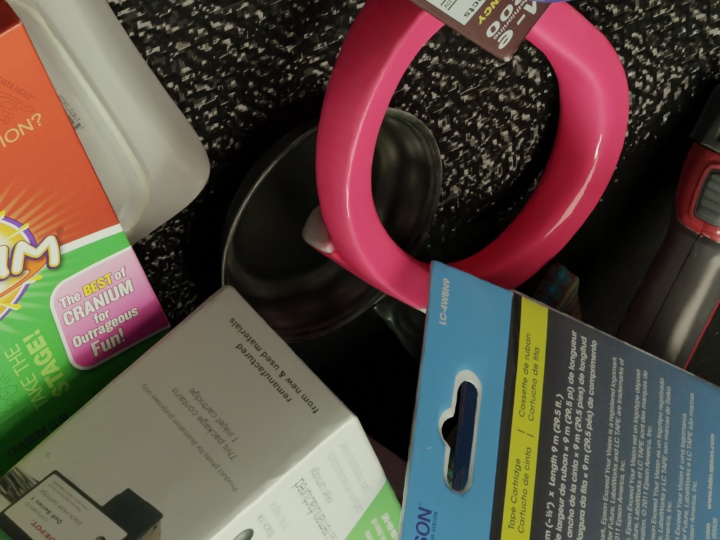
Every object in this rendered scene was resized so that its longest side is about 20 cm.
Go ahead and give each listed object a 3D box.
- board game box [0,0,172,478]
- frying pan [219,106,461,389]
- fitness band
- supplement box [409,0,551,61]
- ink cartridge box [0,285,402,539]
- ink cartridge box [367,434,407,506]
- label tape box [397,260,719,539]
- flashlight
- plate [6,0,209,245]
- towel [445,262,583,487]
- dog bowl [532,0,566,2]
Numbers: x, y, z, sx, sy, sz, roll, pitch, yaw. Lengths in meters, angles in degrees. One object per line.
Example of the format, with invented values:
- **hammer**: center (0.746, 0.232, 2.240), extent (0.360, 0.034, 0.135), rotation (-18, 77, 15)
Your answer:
- **board game box**: center (-0.164, 0.005, 1.094), extent (0.153, 0.040, 0.200), rotation (-34, 139, -10)
- **frying pan**: center (0.008, -0.015, 1.266), extent (0.190, 0.031, 0.115), rotation (17, 109, -51)
- **fitness band**: center (0.045, -0.053, 1.232), extent (0.200, 0.037, 0.144), rotation (30, 87, -56)
- **supplement box**: center (-0.014, -0.159, 1.070), extent (0.061, 0.109, 0.200), rotation (-52, 139, 9)
- **ink cartridge box**: center (-0.089, 0.121, 1.165), extent (0.200, 0.084, 0.146), rotation (-41, 155, -8)
- **ink cartridge box**: center (-0.046, 0.178, 1.336), extent (0.116, 0.067, 0.200), rotation (-20, 136, -50)
- **label tape box**: center (0.082, 0.099, 1.232), extent (0.200, 0.143, 0.066), rotation (23, 150, -31)
- **flashlight**: center (0.149, 0.016, 1.352), extent (0.068, 0.068, 0.200), rotation (23, 98, -20)
- **plate**: center (-0.164, -0.031, 1.119), extent (0.200, 0.032, 0.200), rotation (-38, 138, -6)
- **towel**: center (0.051, 0.109, 1.329), extent (0.200, 0.022, 0.147), rotation (-58, 160, -18)
- **dog bowl**: center (0.080, -0.199, 1.046), extent (0.079, 0.200, 0.200), rotation (-12, 153, 35)
